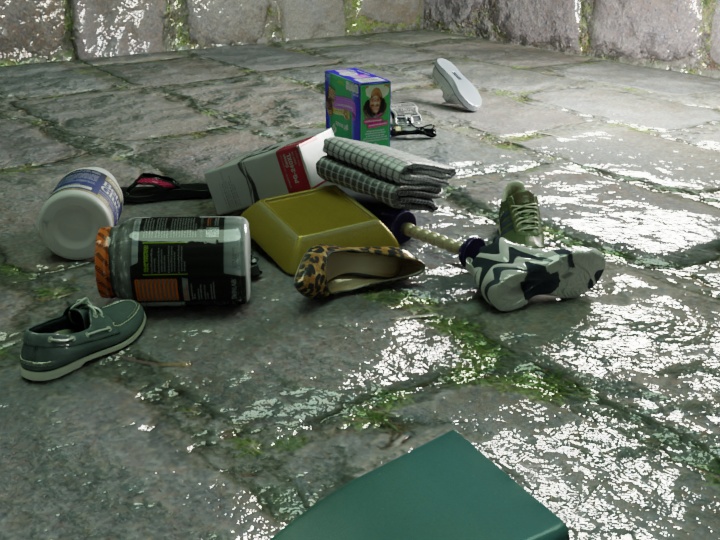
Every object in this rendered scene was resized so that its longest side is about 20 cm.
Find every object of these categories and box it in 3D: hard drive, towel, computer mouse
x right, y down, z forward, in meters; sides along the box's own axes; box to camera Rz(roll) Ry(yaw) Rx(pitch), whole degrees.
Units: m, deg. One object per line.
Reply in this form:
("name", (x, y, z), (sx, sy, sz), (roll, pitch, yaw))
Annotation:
("hard drive", (-0.025, -0.112, 1.666), (0.200, 0.033, 0.140), (-4, 22, -11))
("towel", (0.042, -0.160, 1.595), (0.165, 0.086, 0.200), (22, 13, 28))
("computer mouse", (0.116, -0.360, 2.292), (0.110, 0.044, 0.200), (-5, 27, -3))

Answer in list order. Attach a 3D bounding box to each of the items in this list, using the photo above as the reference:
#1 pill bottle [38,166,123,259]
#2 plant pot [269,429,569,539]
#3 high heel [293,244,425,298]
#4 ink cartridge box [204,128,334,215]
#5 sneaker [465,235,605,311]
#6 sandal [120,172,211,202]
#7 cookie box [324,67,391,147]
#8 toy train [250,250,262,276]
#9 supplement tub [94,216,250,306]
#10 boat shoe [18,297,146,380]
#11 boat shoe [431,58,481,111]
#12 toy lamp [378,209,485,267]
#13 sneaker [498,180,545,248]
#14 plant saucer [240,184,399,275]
("pill bottle", (-0.441, -0.101, 1.516), (0.111, 0.111, 0.200), (-2, 22, -6))
("plant pot", (0.022, 0.234, 0.661), (0.200, 0.142, 0.141), (-17, 27, -23))
("high heel", (0.000, 0.000, 1.323), (0.142, 0.072, 0.200), (3, 12, 22))
("ink cartridge box", (-0.151, -0.174, 1.661), (0.200, 0.083, 0.145), (-12, 15, 26))
("sneaker", (0.240, -0.012, 1.355), (0.199, 0.080, 0.130), (-19, 36, -20))
("sandal", (-0.367, -0.159, 1.755), (0.200, 0.045, 0.075), (-5, 22, -15))
("cookie box", (-0.007, -0.290, 1.890), (0.075, 0.200, 0.171), (-10, 23, -23))
("toy train", (-0.196, -0.032, 1.460), (0.046, 0.034, 0.200), (-18, 27, -13))
("supplement tub", (-0.250, -0.012, 1.283), (0.200, 0.123, 0.123), (0, 21, -5))
("boat shoe", (-0.334, 0.068, 1.156), (0.073, 0.062, 0.200), (11, 24, 25))
("boat shoe", (0.250, -0.480, 2.563), (0.075, 0.086, 0.202), (-10, 53, -37))
("toy lamp", (0.106, -0.055, 1.493), (0.058, 0.058, 0.200), (-18, 28, -40))
("sneaker", (0.257, -0.085, 1.528), (0.067, 0.090, 0.200), (1, 22, -1))
("plant saucer", (-0.068, -0.077, 1.505), (0.200, 0.049, 0.200), (-15, 36, -28))
